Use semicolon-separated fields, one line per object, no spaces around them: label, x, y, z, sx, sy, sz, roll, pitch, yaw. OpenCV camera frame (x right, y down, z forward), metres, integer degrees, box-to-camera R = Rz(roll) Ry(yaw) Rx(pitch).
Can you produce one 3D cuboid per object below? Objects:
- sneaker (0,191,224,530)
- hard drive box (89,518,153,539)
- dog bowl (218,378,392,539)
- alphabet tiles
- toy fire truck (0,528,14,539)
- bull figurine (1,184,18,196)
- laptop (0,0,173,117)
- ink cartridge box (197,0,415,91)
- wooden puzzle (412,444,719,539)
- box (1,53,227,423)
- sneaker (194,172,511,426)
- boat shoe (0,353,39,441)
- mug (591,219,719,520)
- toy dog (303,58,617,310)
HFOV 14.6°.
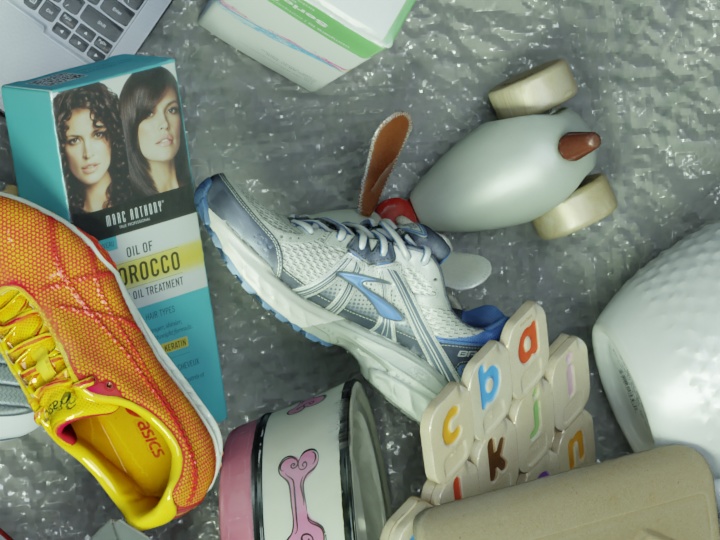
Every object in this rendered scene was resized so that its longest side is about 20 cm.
sneaker;-0.145;0.040;1.407;0.200;0.077;0.073;48;116;2
hard drive box;-0.146;0.248;1.408;0.077;0.200;0.156;30;50;17
dog bowl;-0.024;0.161;1.478;0.074;0.200;0.200;-8;89;6
alphabet tiles;0.071;0.124;1.513;0.200;0.015;0.196;-44;138;-41
toy fire truck;-0.248;0.186;1.472;0.200;0.112;0.168;43;55;-9
bull figurine;-0.221;-0.033;1.494;0.200;0.065;0.121;36;78;-21
laptop;-0.172;-0.199;1.492;0.187;0.116;0.200;35;80;-9
ink cartridge box;-0.005;-0.185;1.488;0.087;0.200;0.145;30;82;-7
wooden puzzle;0.114;0.206;1.478;0.185;0.046;0.200;-12;94;-30
box;-0.128;-0.008;1.479;0.082;0.049;0.200;-18;107;-36
sneaker;0.000;0.000;1.490;0.200;0.077;0.085;37;98;-22
boat shoe;-0.262;0.062;1.479;0.200;0.067;0.074;12;46;1
mug;0.234;0.063;1.563;0.175;0.148;0.200;-21;99;-8
toy dog;0.060;-0.040;1.549;0.132;0.096;0.200;46;79;-7
